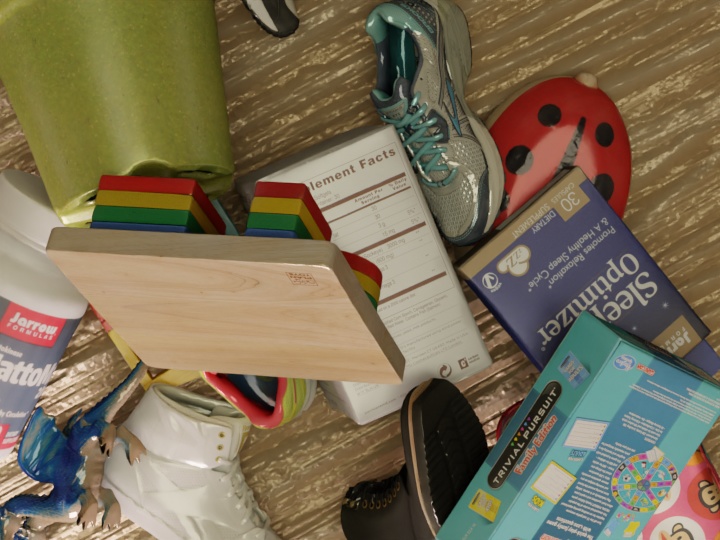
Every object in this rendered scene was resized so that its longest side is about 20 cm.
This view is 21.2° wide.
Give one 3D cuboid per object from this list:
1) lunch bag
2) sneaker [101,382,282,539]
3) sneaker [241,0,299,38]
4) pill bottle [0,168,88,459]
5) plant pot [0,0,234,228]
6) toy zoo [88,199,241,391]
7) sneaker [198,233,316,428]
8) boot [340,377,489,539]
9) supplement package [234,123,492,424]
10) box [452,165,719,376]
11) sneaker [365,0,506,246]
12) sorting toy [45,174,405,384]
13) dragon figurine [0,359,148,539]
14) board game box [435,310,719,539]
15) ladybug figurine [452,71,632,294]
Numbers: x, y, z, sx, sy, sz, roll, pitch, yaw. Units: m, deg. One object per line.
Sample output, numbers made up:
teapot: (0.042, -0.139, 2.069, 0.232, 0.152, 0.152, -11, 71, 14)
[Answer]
lunch bag: (0.195, 0.183, 1.526, 0.176, 0.082, 0.200, -24, 94, -3)
sneaker: (-0.104, 0.171, 1.505, 0.200, 0.074, 0.116, 34, 105, -6)
sneaker: (-0.080, -0.277, 1.466, 0.080, 0.074, 0.200, -20, 97, -3)
pill bottle: (-0.275, 0.032, 1.453, 0.120, 0.120, 0.200, 28, 101, -6)
plant pot: (-0.175, -0.134, 1.385, 0.200, 0.200, 0.184, -15, 76, -2)
toy zoo: (-0.149, 0.007, 1.517, 0.131, 0.020, 0.200, -32, 97, 0)
sneaker: (-0.106, 0.038, 1.462, 0.078, 0.090, 0.200, -38, 97, 16)
boot: (0.028, 0.163, 1.464, 0.077, 0.138, 0.200, -39, 128, -39)
supplement package: (0.000, 0.000, 1.472, 0.117, 0.117, 0.200, -24, 97, -9)
box: (0.179, 0.035, 1.458, 0.121, 0.032, 0.200, -41, 99, -7)
sneaker: (0.045, -0.113, 1.466, 0.078, 0.086, 0.200, -21, 79, 38)
sorting toy: (-0.083, 0.004, 1.329, 0.200, 0.199, 0.070, 3, 65, 18)
dragon figurine: (-0.223, 0.138, 1.474, 0.099, 0.059, 0.200, 18, 93, 30)
board game box: (0.166, 0.142, 1.416, 0.151, 0.047, 0.200, 25, 101, -43)
ladybug figurine: (0.145, -0.060, 1.504, 0.136, 0.072, 0.200, 16, 95, -5)
